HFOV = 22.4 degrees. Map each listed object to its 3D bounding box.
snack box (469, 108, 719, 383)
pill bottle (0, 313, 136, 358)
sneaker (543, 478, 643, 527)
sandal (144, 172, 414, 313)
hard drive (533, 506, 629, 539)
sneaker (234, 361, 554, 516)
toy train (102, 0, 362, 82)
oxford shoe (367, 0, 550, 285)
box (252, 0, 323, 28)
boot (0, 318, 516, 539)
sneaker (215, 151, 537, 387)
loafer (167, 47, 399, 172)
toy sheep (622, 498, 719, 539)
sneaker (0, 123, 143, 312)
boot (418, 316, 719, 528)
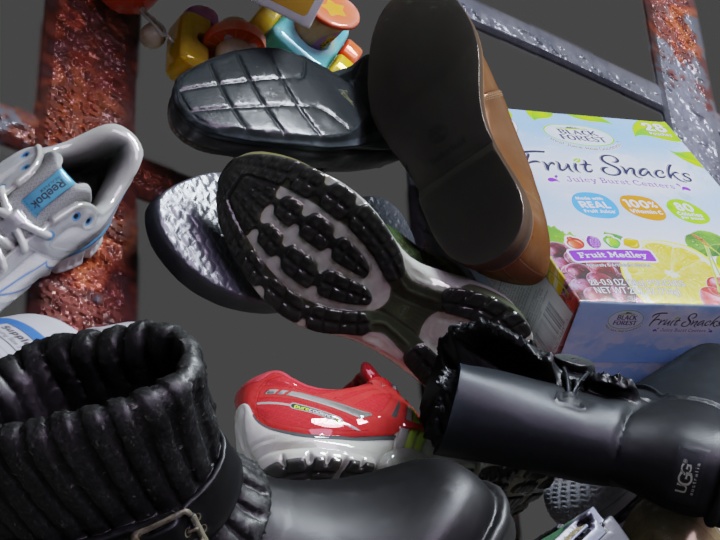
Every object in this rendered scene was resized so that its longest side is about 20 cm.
[{"bbox_3d":[0.148,-0.017,1.086,0.169,0.068,0.200,2,35,-27],"label":"snack box"},{"bbox_3d":[-0.168,0.079,0.774,0.200,0.112,0.112,-12,68,-46],"label":"pill bottle"},{"bbox_3d":[0.174,0.119,1.074,0.115,0.075,0.200,51,31,-14],"label":"sneaker"},{"bbox_3d":[-0.044,-0.007,1.009,0.200,0.043,0.076,6,63,-50],"label":"sandal"},{"bbox_3d":[0.018,0.182,0.789,0.038,0.200,0.140,53,40,5],"label":"hard drive"},{"bbox_3d":[0.021,0.089,0.963,0.200,0.077,0.085,13,43,-36],"label":"sneaker"},{"bbox_3d":[-0.077,-0.168,1.085,0.200,0.056,0.150,-5,64,-43],"label":"toy train"},{"bbox_3d":[0.056,-0.074,1.018,0.071,0.071,0.200,34,34,-53],"label":"oxford shoe"},{"bbox_3d":[-0.055,-0.234,1.055,0.112,0.101,0.200,25,21,-12],"label":"box"},{"bbox_3d":[-0.046,0.084,0.721,0.211,0.079,0.158,-21,115,-15],"label":"boot"},{"bbox_3d":[0.000,0.000,0.984,0.200,0.077,0.089,36,7,-22],"label":"sneaker"},{"bbox_3d":[-0.032,-0.080,1.042,0.200,0.072,0.073,-2,56,-42],"label":"loafer"},{"bbox_3d":[0.154,0.214,0.941,0.138,0.138,0.200,-2,100,-42],"label":"toy sheep"},{"bbox_3d":[-0.174,-0.018,0.863,0.075,0.087,0.200,47,42,-4],"label":"sneaker"},{"bbox_3d":[0.120,0.064,0.940,0.168,0.076,0.200,16,14,5],"label":"boot"}]
